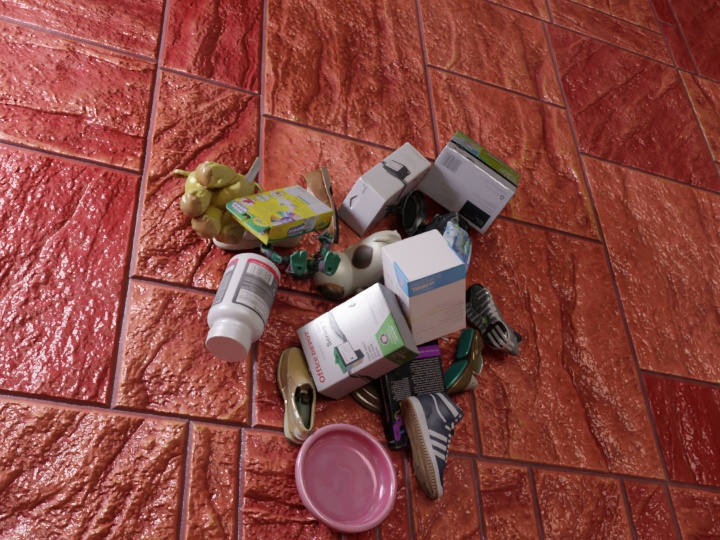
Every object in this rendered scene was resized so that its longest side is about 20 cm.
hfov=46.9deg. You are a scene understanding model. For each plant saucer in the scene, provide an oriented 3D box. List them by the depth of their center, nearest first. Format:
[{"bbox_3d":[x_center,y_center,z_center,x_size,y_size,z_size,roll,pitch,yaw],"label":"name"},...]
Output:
[{"bbox_3d":[-0.031,0.383,1.519,0.200,0.051,0.201,15,53,-21],"label":"plant saucer"},{"bbox_3d":[0.050,0.204,1.717,0.200,0.029,0.200,15,50,-18],"label":"plant saucer"}]

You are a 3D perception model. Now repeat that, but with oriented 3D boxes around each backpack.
[{"bbox_3d":[0.169,-0.006,1.855,0.154,0.163,0.200,42,53,-16],"label":"backpack"}]

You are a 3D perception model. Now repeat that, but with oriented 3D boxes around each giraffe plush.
[{"bbox_3d":[-0.310,-0.160,1.713,0.200,0.162,0.173,-51,130,-27],"label":"giraffe plush"}]

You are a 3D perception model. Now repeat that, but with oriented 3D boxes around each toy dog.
[{"bbox_3d":[0.000,0.000,1.746,0.200,0.194,0.140,-17,77,0],"label":"toy dog"}]

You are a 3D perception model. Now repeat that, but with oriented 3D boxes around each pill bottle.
[{"bbox_3d":[-0.230,0.073,1.607,0.111,0.111,0.200,24,49,-11],"label":"pill bottle"}]

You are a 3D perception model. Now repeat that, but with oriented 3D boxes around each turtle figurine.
[{"bbox_3d":[-0.118,-0.027,1.683,0.149,0.200,0.101,-17,105,-16],"label":"turtle figurine"}]

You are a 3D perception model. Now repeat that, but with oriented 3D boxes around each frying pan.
[{"bbox_3d":[0.104,-0.122,1.939,0.031,0.115,0.190,9,25,33],"label":"frying pan"}]

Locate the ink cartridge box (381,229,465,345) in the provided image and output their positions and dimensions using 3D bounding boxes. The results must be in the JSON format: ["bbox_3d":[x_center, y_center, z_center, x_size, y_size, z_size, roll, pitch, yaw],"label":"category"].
[{"bbox_3d":[0.129,0.046,1.674,0.125,0.200,0.129,-18,40,-14],"label":"ink cartridge box"}]

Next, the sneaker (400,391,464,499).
[{"bbox_3d":[0.154,0.334,1.613,0.108,0.070,0.200,-12,85,-29],"label":"sneaker"}]

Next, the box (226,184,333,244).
[{"bbox_3d":[-0.164,-0.112,1.669,0.117,0.048,0.200,38,35,30],"label":"box"}]

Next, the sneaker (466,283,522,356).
[{"bbox_3d":[0.307,0.124,1.899,0.115,0.075,0.200,36,23,-38],"label":"sneaker"}]

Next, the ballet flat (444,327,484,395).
[{"bbox_3d":[0.228,0.212,1.792,0.072,0.068,0.200,46,41,-16],"label":"ballet flat"}]

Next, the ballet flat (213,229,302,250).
[{"bbox_3d":[-0.213,-0.085,1.764,0.200,0.069,0.070,-5,59,-30],"label":"ballet flat"}]

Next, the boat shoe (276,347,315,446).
[{"bbox_3d":[-0.111,0.227,1.579,0.072,0.076,0.200,5,55,-25],"label":"boat shoe"}]

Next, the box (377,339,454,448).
[{"bbox_3d":[0.107,0.246,1.668,0.143,0.036,0.200,-3,78,-30],"label":"box"}]

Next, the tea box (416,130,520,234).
[{"bbox_3d":[0.270,-0.220,2.040,0.200,0.134,0.197,35,25,-1],"label":"tea box"}]

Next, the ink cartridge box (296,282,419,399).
[{"bbox_3d":[-0.008,0.139,1.612,0.084,0.200,0.146,33,30,-58],"label":"ink cartridge box"}]

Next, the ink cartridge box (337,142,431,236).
[{"bbox_3d":[0.055,-0.188,1.930,0.084,0.145,0.200,44,48,6],"label":"ink cartridge box"}]

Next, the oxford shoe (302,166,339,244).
[{"bbox_3d":[-0.089,-0.141,1.885,0.071,0.071,0.200,-13,60,-3],"label":"oxford shoe"}]
